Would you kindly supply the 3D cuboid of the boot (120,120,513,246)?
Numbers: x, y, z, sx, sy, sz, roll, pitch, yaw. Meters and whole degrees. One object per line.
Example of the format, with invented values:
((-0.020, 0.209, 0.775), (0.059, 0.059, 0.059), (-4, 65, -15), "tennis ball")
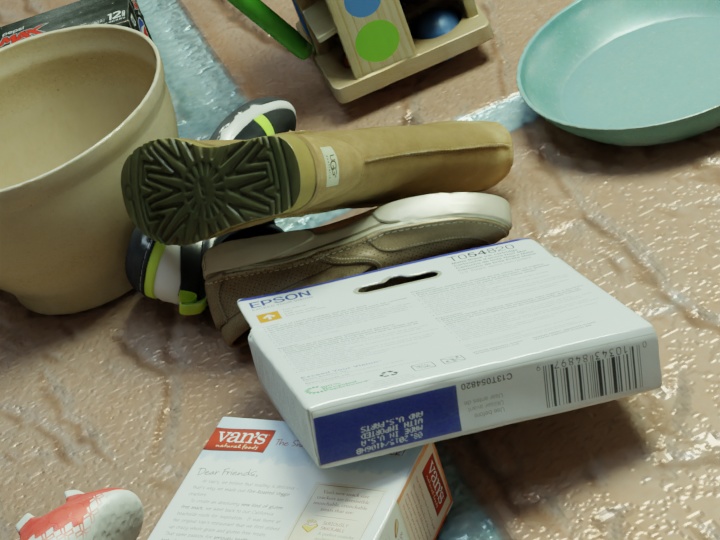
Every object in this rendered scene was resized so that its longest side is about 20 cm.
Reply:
((-0.027, -0.059, 1.287), (0.174, 0.067, 0.199), (1, 7, 41), "boot")

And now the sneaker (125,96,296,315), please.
((-0.081, -0.036, 1.362), (0.082, 0.072, 0.200), (23, 50, 15), "sneaker")

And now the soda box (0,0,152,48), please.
((-0.266, -0.159, 1.614), (0.198, 0.064, 0.071), (-17, 33, 5), "soda box")

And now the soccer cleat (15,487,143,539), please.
((-0.182, 0.199, 1.079), (0.200, 0.069, 0.085), (-40, 47, -21), "soccer cleat")

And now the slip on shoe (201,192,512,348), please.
((0.000, 0.000, 1.258), (0.198, 0.076, 0.061), (-11, 73, 2), "slip on shoe")

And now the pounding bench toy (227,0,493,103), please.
((-0.026, -0.206, 1.464), (0.198, 0.157, 0.124), (-23, 35, -3), "pounding bench toy")

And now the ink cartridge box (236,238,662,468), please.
((0.043, 0.042, 1.138), (0.198, 0.041, 0.200), (-12, 18, -11), "ink cartridge box")

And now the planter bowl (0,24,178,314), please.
((-0.206, -0.056, 1.376), (0.198, 0.136, 0.201), (-15, 34, 10), "planter bowl")

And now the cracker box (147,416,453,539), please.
((-0.049, 0.167, 1.051), (0.133, 0.058, 0.201), (2, 41, 28), "cracker box")

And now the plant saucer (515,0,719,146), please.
((0.205, -0.140, 1.357), (0.198, 0.036, 0.201), (-14, 34, 10), "plant saucer")
